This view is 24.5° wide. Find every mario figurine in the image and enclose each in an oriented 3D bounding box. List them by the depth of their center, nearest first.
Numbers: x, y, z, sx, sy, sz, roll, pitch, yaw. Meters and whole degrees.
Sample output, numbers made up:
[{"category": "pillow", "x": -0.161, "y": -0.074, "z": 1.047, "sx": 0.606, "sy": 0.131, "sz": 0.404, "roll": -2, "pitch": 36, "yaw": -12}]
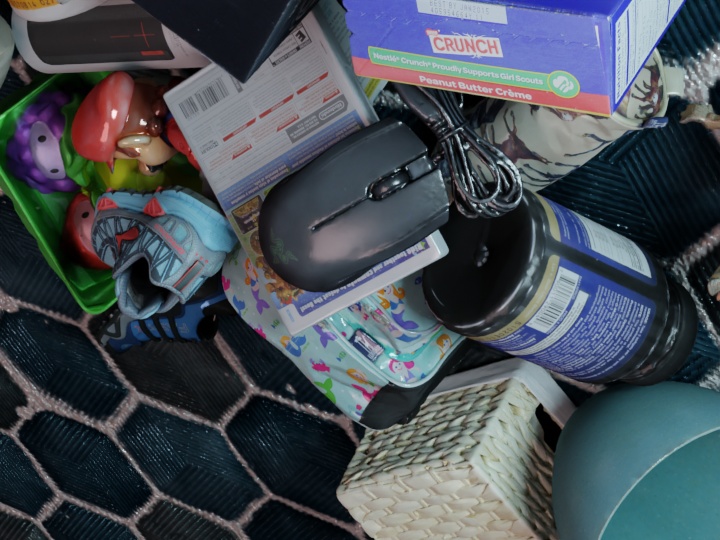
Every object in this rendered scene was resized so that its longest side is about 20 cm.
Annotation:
[{"category": "mario figurine", "x": -0.126, "y": -0.104, "z": 1.298, "sx": 0.200, "sy": 0.123, "sz": 0.106, "roll": 0, "pitch": 96, "yaw": 6}]

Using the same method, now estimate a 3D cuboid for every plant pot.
[{"category": "plant pot", "x": 0.227, "y": 0.164, "z": 1.297, "sx": 0.135, "sy": 0.200, "sz": 0.200, "roll": 48, "pitch": 159, "yaw": 48}]

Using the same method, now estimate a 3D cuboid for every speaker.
[{"category": "speaker", "x": -0.175, "y": -0.197, "z": 1.296, "sx": 0.200, "sy": 0.081, "sz": 0.081, "roll": 3, "pitch": 131, "yaw": 35}]

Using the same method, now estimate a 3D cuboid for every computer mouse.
[{"category": "computer mouse", "x": -0.002, "y": -0.052, "z": 1.118, "sx": 0.200, "sy": 0.053, "sz": 0.139, "roll": -36, "pitch": 86, "yaw": 30}]

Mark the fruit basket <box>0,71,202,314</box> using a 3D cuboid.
[{"category": "fruit basket", "x": -0.212, "y": -0.077, "z": 1.408, "sx": 0.216, "sy": 0.155, "sz": 0.216, "roll": 38, "pitch": 154, "yaw": 22}]

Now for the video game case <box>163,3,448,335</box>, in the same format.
[{"category": "video game case", "x": -0.041, "y": -0.070, "z": 1.175, "sx": 0.143, "sy": 0.018, "sz": 0.200, "roll": -28, "pitch": 89, "yaw": 30}]

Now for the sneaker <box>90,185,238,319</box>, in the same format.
[{"category": "sneaker", "x": -0.172, "y": -0.011, "z": 1.289, "sx": 0.079, "sy": 0.096, "sz": 0.200, "roll": 35, "pitch": 161, "yaw": -23}]

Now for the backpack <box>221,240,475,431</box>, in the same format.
[{"category": "backpack", "x": 0.000, "y": 0.000, "z": 1.287, "sx": 0.200, "sy": 0.178, "sz": 0.151, "roll": 37, "pitch": 139, "yaw": 11}]

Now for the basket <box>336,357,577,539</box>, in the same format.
[{"category": "basket", "x": 0.093, "y": 0.177, "z": 1.438, "sx": 0.200, "sy": 0.123, "sz": 0.136, "roll": -22, "pitch": 116, "yaw": 46}]

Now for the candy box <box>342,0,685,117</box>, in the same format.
[{"category": "candy box", "x": 0.109, "y": -0.188, "z": 0.991, "sx": 0.169, "sy": 0.200, "sz": 0.077, "roll": 14, "pitch": 137, "yaw": 26}]

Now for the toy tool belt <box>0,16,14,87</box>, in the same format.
[{"category": "toy tool belt", "x": -0.359, "y": -0.185, "z": 1.358, "sx": 0.200, "sy": 0.125, "sz": 0.123, "roll": 61, "pitch": 146, "yaw": 32}]

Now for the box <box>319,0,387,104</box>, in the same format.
[{"category": "box", "x": -0.065, "y": -0.192, "z": 1.208, "sx": 0.049, "sy": 0.082, "sz": 0.200, "roll": -29, "pitch": 109, "yaw": 33}]

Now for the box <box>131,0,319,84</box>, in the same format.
[{"category": "box", "x": -0.037, "y": -0.253, "z": 1.050, "sx": 0.104, "sy": 0.182, "sz": 0.200, "roll": 37, "pitch": 143, "yaw": -2}]

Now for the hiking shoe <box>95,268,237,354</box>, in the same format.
[{"category": "hiking shoe", "x": -0.180, "y": 0.045, "z": 1.551, "sx": 0.087, "sy": 0.074, "sz": 0.200, "roll": 44, "pitch": 141, "yaw": -8}]

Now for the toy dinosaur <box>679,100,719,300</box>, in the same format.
[{"category": "toy dinosaur", "x": 0.298, "y": -0.064, "z": 1.078, "sx": 0.200, "sy": 0.086, "sz": 0.136, "roll": -29, "pitch": 121, "yaw": 32}]

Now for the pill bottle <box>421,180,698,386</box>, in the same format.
[{"category": "pill bottle", "x": 0.149, "y": 0.018, "z": 1.190, "sx": 0.200, "sy": 0.112, "sz": 0.112, "roll": 23, "pitch": 154, "yaw": -38}]

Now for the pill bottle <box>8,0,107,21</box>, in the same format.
[{"category": "pill bottle", "x": -0.245, "y": -0.294, "z": 1.219, "sx": 0.116, "sy": 0.116, "sz": 0.200, "roll": 3, "pitch": 132, "yaw": 35}]

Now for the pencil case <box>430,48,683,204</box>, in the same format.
[{"category": "pencil case", "x": 0.131, "y": -0.098, "z": 1.165, "sx": 0.089, "sy": 0.078, "sz": 0.200, "roll": 21, "pitch": 149, "yaw": -26}]

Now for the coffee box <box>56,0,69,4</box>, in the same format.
[{"category": "coffee box", "x": -0.162, "y": -0.283, "z": 1.099, "sx": 0.080, "sy": 0.200, "sz": 0.113, "roll": -24, "pitch": 112, "yaw": 44}]
